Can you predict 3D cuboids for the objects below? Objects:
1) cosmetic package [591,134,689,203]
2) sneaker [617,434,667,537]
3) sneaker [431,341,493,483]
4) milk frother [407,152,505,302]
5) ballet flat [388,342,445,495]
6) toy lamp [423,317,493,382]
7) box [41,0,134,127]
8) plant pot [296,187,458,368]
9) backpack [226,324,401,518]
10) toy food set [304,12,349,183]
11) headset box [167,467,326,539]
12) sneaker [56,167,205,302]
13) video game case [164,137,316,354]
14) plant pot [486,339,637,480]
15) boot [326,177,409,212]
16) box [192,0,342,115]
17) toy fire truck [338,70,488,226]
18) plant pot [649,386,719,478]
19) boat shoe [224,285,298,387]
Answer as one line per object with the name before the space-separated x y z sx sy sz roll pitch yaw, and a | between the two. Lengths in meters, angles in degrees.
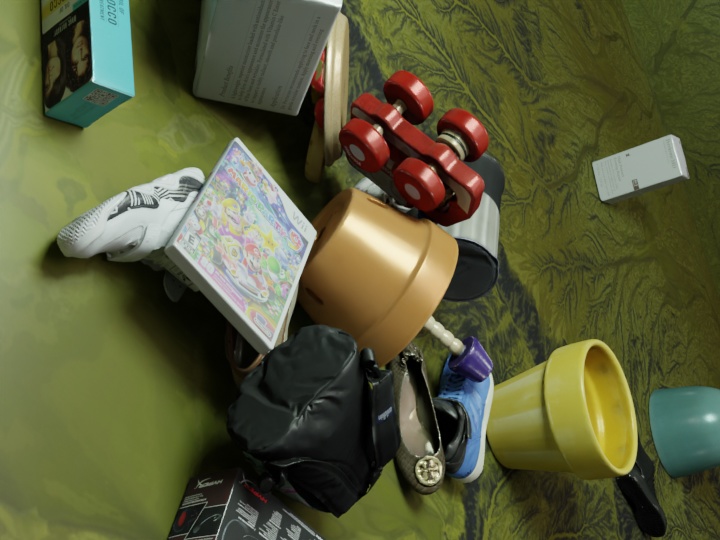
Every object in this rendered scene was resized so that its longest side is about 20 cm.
cosmetic package | 0.654 -0.235 2.093 0.073 0.197 0.104 3 72 -54
sneaker | 0.564 0.422 1.782 0.202 0.059 0.104 58 40 -15
sneaker | 0.131 0.181 1.246 0.111 0.075 0.204 42 49 -50
milk frother | 0.144 -0.028 1.273 0.200 0.179 0.191 42 39 -27
ballet flat | 0.074 0.187 1.168 0.066 0.046 0.205 0 69 -19
toy lamp | 0.099 0.079 1.217 0.199 0.058 0.059 39 42 -12
box | -0.267 -0.251 0.864 0.049 0.081 0.205 12 65 -50
plant pot | 0.000 0.000 1.059 0.139 0.199 0.202 36 44 -16
backpack | -0.042 0.158 0.911 0.166 0.126 0.201 -41 143 -11
toy food set | -0.043 -0.230 1.130 0.202 0.047 0.202 90 3 -55
headset box | -0.119 0.312 0.823 0.149 0.074 0.203 47 41 -32
sneaker | -0.196 -0.023 0.865 0.117 0.074 0.200 64 31 -7
video game case | -0.114 -0.031 0.914 0.144 0.018 0.202 49 32 -23
plant pot | 0.299 0.225 1.372 0.199 0.186 0.205 30 51 -45
boot | 0.023 -0.090 1.198 0.074 0.094 0.201 58 36 -18
box | -0.105 -0.319 0.998 0.128 0.199 0.204 8 63 -16
toy fire truck | 0.064 -0.129 1.094 0.199 0.169 0.112 38 71 15
plant pot | 0.765 0.354 2.016 0.199 0.159 0.205 28 53 -45
boat shoe | -0.108 0.028 0.955 0.072 0.074 0.205 67 19 -65
